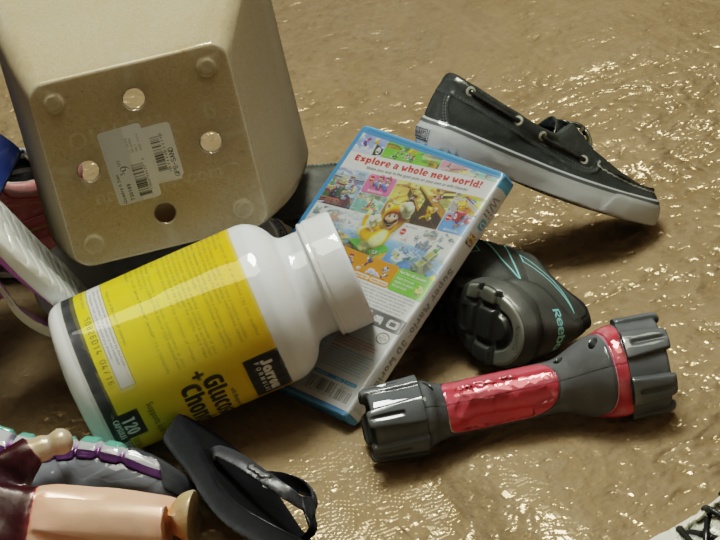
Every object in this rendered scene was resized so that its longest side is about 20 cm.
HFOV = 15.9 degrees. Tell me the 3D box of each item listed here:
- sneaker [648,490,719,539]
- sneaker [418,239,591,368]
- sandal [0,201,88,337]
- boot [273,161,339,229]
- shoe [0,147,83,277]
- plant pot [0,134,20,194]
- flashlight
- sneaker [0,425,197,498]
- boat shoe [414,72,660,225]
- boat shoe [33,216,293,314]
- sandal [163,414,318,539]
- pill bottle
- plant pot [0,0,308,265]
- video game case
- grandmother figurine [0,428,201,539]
[{"bbox_3d":[0.230,0.138,1.493,0.200,0.088,0.076,-20,33,-15],"label":"sneaker"},{"bbox_3d":[0.076,0.013,1.796,0.079,0.075,0.200,-12,31,-35],"label":"sneaker"},{"bbox_3d":[-0.224,0.015,1.766,0.050,0.203,0.082,-39,48,2],"label":"sandal"},{"bbox_3d":[-0.009,-0.061,1.945,0.200,0.073,0.182,-13,4,27],"label":"boot"},{"bbox_3d":[-0.297,-0.042,1.965,0.200,0.091,0.071,-3,30,12],"label":"shoe"},{"bbox_3d":[-0.381,-0.033,1.803,0.200,0.180,0.200,-43,15,27],"label":"plant pot"},{"bbox_3d":[0.101,0.078,1.659,0.200,0.068,0.068,-11,32,-5],"label":"flashlight"},{"bbox_3d":[-0.202,0.152,1.646,0.200,0.074,0.088,8,63,22],"label":"sneaker"},{"bbox_3d":[0.134,-0.084,1.843,0.200,0.057,0.069,20,2,-23],"label":"boat shoe"},{"bbox_3d":[-0.139,-0.004,1.880,0.200,0.072,0.066,-16,-7,18],"label":"boat shoe"},{"bbox_3d":[-0.068,0.131,1.600,0.043,0.076,0.200,-54,36,3],"label":"sandal"},{"bbox_3d":[-0.097,0.037,1.712,0.200,0.112,0.112,-24,30,-1],"label":"pill bottle"},{"bbox_3d":[-0.145,-0.110,1.784,0.200,0.200,0.177,-13,24,0],"label":"plant pot"},{"bbox_3d":[0.000,0.000,1.775,0.143,0.018,0.200,22,73,44],"label":"video game case"},{"bbox_3d":[-0.201,0.154,1.583,0.200,0.061,0.121,4,61,8],"label":"grandmother figurine"}]
